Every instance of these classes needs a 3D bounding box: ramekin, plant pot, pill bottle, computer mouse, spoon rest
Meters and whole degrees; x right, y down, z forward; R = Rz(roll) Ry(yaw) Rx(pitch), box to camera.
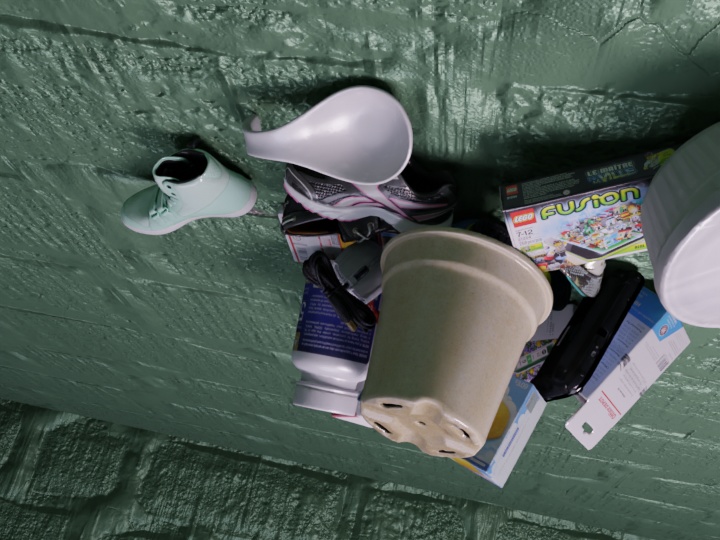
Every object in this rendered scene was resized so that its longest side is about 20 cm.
[{"bbox_3d":[0.340,-0.047,0.654,0.200,0.095,0.204,-6,138,-5],"label":"ramekin"},{"bbox_3d":[0.088,0.088,0.804,0.198,0.185,0.201,17,151,10],"label":"plant pot"},{"bbox_3d":[-0.033,0.095,1.060,0.118,0.203,0.120,10,171,2],"label":"pill bottle"},{"bbox_3d":[0.000,0.000,0.923,0.044,0.200,0.110,-39,94,23],"label":"computer mouse"},{"bbox_3d":[-0.040,-0.135,0.766,0.198,0.061,0.101,3,117,27],"label":"spoon rest"}]

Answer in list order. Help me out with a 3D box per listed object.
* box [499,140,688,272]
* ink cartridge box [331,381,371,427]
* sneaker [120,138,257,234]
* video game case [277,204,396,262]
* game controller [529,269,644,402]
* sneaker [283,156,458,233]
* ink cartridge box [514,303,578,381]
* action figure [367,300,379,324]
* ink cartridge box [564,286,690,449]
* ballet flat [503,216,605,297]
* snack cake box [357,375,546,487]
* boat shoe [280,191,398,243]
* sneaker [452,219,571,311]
[{"bbox_3d":[0.246,-0.059,0.744,0.198,0.035,0.110,-13,140,17],"label":"box"},{"bbox_3d":[0.043,0.128,1.123,0.082,0.202,0.146,22,160,-28],"label":"ink cartridge box"},{"bbox_3d":[-0.242,-0.106,0.938,0.198,0.075,0.118,-9,156,22],"label":"sneaker"},{"bbox_3d":[-0.007,-0.034,1.038,0.197,0.018,0.143,10,156,10],"label":"video game case"},{"bbox_3d":[0.278,0.080,0.926,0.042,0.200,0.104,39,153,2],"label":"game controller"},{"bbox_3d":[0.017,-0.104,0.829,0.197,0.081,0.087,13,139,-6],"label":"sneaker"},{"bbox_3d":[0.239,0.119,1.121,0.050,0.110,0.199,25,155,-39],"label":"ink cartridge box"},{"bbox_3d":[0.096,0.073,1.034,0.199,0.052,0.065,23,178,-35],"label":"action figure"},{"bbox_3d":[0.329,0.127,0.986,0.067,0.200,0.116,44,-179,43],"label":"ink cartridge box"},{"bbox_3d":[0.243,-0.029,0.861,0.072,0.073,0.200,-10,147,43],"label":"ballet flat"},{"bbox_3d":[0.109,0.159,0.916,0.199,0.116,0.067,22,164,38],"label":"snack cake box"},{"bbox_3d":[-0.001,-0.060,0.922,0.197,0.068,0.072,8,154,10],"label":"boat shoe"},{"bbox_3d":[0.182,-0.008,0.948,0.199,0.067,0.078,27,166,-27],"label":"sneaker"}]
